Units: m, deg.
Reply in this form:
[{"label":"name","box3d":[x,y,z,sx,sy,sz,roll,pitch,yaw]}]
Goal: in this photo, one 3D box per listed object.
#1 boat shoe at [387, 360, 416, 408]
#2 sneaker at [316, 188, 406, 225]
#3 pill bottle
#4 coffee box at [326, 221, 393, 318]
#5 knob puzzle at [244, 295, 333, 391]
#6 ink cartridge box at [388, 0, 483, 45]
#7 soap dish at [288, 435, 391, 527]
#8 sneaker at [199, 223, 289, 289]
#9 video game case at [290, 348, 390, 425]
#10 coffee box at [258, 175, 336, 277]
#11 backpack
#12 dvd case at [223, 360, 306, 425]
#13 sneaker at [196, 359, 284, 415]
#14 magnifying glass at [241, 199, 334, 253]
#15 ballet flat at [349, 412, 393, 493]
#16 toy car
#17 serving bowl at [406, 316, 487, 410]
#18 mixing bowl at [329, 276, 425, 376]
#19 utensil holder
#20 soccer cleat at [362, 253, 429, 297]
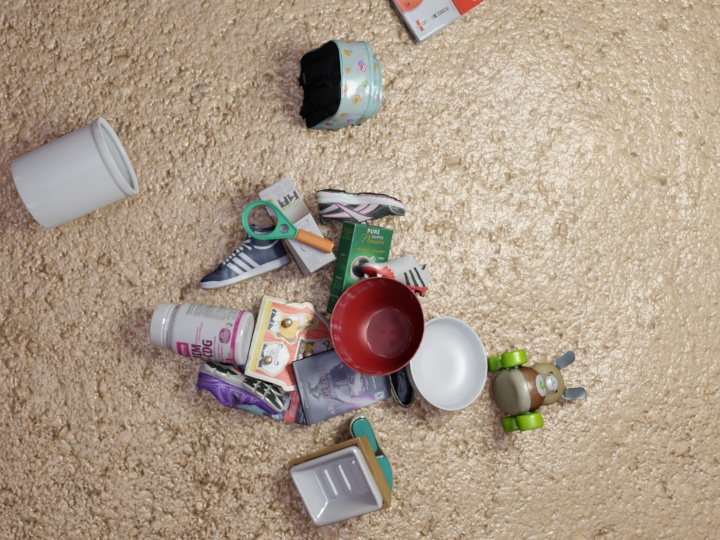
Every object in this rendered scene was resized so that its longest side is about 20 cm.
[{"label":"boat shoe","box3d":[0.087,0.200,1.679,0.071,0.061,0.204,-11,91,-6]},{"label":"sneaker","box3d":[0.000,-0.128,1.678,0.197,0.080,0.087,6,102,3]},{"label":"pill bottle","box3d":[-0.334,0.129,1.617,0.197,0.113,0.115,8,89,5]},{"label":"coffee box","box3d":[0.000,0.000,1.642,0.122,0.044,0.203,3,100,-43]},{"label":"knob puzzle","box3d":[-0.135,0.163,1.654,0.217,0.030,0.222,4,77,-16]},{"label":"ink cartridge box","box3d":[0.166,-0.623,1.697,0.199,0.050,0.163,-33,92,-1]},{"label":"soap dish","box3d":[-0.040,0.444,1.622,0.199,0.081,0.159,-25,91,30]},{"label":"sneaker","box3d":[-0.261,-0.034,1.644,0.198,0.070,0.110,-19,102,-11]},{"label":"video game case","box3d":[-0.040,0.238,1.660,0.198,0.019,0.145,-16,100,-18]},{"label":"coffee box","box3d":[-0.135,-0.091,1.638,0.079,0.114,0.201,-30,91,-3]},{"label":"backpack","box3d":[-0.037,-0.390,1.605,0.152,0.200,0.178,-1,88,-20]},{"label":"dvd case","box3d":[-0.188,0.249,1.679,0.198,0.022,0.148,13,89,-5]},{"label":"sneaker","box3d":[-0.257,0.261,1.638,0.198,0.081,0.084,24,105,4]},{"label":"magnifying glass","box3d":[-0.150,-0.083,1.573,0.198,0.022,0.080,22,91,0]},{"label":"ballet flat","box3d":[0.021,0.403,1.673,0.069,0.069,0.202,-16,96,-4]},{"label":"toy car","box3d":[0.399,0.248,1.667,0.198,0.158,0.166,-10,80,-15]},{"label":"serving bowl","box3d":[0.178,0.204,1.667,0.198,0.066,0.203,6,76,-26]},{"label":"mixing bowl","box3d":[0.046,0.122,1.583,0.198,0.108,0.203,-4,76,16]},{"label":"utensil holder","box3d":[-0.587,-0.197,1.582,0.198,0.170,0.171,-24,91,-1]},{"label":"soccer cleat","box3d":[0.078,-0.001,1.642,0.199,0.068,0.086,19,75,-42]}]
